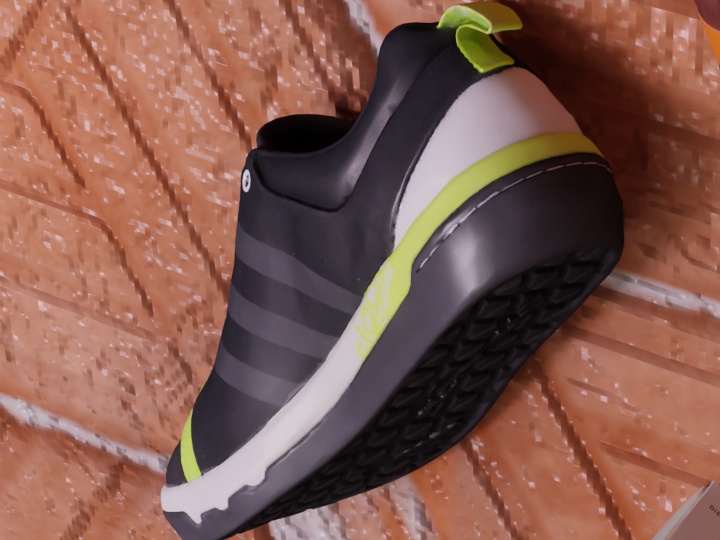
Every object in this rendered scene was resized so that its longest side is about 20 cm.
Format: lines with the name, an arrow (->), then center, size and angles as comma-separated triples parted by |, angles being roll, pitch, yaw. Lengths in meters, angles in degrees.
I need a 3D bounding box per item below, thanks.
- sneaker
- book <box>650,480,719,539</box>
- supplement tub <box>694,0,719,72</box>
sneaker -> 0.000, 0.000, 0.746 | 0.200, 0.072, 0.083 | -46, 66, 47
book -> 0.079, 0.161, 0.694 | 0.134, 0.200, 0.048 | 41, 137, 5
supplement tub -> 0.129, -0.033, 0.572 | 0.107, 0.107, 0.200 | -6, 118, 41
